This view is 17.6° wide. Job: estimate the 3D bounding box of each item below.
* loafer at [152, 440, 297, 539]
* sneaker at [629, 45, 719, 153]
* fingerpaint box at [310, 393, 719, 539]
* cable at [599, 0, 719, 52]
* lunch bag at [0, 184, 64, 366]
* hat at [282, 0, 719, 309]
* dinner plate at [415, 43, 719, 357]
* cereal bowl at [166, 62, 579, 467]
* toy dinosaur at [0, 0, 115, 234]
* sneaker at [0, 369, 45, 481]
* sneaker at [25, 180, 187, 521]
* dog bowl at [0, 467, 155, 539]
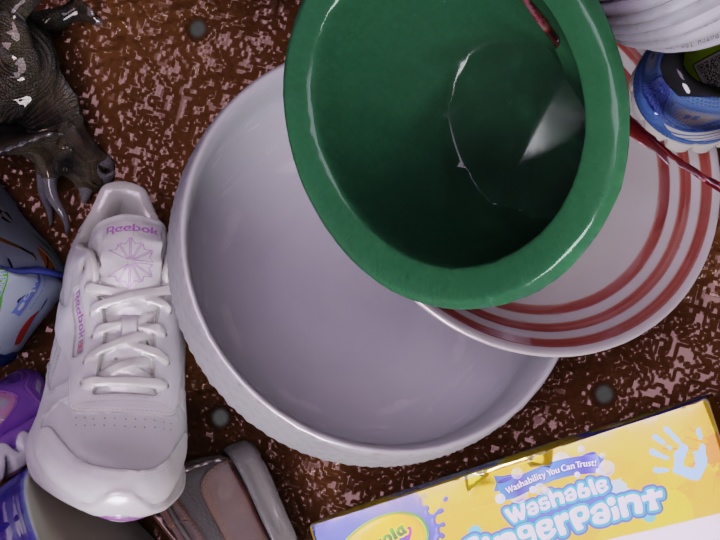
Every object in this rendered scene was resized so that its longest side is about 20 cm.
[{"bbox_3d":[-0.047,0.179,1.117,0.062,0.072,0.201,-17,62,-14],"label":"loafer"},{"bbox_3d":[0.218,-0.124,1.075,0.199,0.089,0.079,-34,83,-3],"label":"sneaker"},{"bbox_3d":[0.098,0.167,1.106,0.199,0.073,0.168,-19,85,11],"label":"fingerpaint box"},{"bbox_3d":[0.167,-0.190,1.044,0.069,0.199,0.201,39,66,-22],"label":"cable"},{"bbox_3d":[-0.240,-0.039,1.143,0.200,0.160,0.076,42,96,10],"label":"lunch bag"},{"bbox_3d":[0.084,-0.068,1.065,0.165,0.176,0.201,-28,81,30],"label":"hat"},{"bbox_3d":[0.077,-0.054,1.095,0.199,0.024,0.202,6,71,-18],"label":"dinner plate"},{"bbox_3d":[0.000,0.000,1.108,0.198,0.083,0.202,6,71,-17],"label":"cereal bowl"},{"bbox_3d":[-0.199,-0.120,1.181,0.200,0.077,0.103,38,89,8],"label":"toy dinosaur"},{"bbox_3d":[-0.217,0.080,1.116,0.080,0.200,0.089,-31,92,33],"label":"sneaker"},{"bbox_3d":[-0.118,0.035,1.093,0.074,0.201,0.100,2,124,-9],"label":"sneaker"},{"bbox_3d":[-0.122,0.191,1.090,0.079,0.200,0.201,-38,81,7],"label":"dog bowl"}]
